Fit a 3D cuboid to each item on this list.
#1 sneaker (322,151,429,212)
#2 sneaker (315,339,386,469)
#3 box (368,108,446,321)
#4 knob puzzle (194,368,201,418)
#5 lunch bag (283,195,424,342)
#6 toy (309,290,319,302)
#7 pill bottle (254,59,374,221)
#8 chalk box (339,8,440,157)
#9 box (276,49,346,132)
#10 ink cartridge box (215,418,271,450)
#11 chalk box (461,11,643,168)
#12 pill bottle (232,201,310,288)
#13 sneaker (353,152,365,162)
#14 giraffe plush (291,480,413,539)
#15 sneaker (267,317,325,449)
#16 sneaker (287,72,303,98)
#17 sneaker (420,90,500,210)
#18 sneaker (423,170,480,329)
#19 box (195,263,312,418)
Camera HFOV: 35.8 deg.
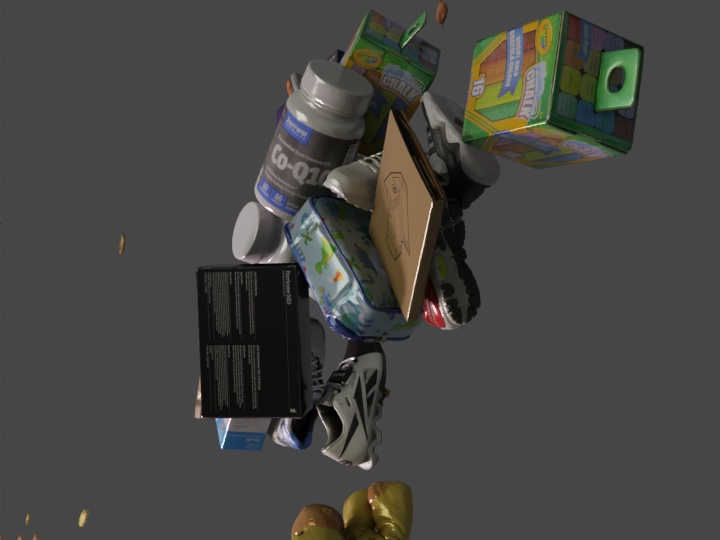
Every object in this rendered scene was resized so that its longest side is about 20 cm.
[{"bbox_3d":[0.027,-0.127,1.480,0.076,0.199,0.081,41,114,25],"label":"sneaker"},{"bbox_3d":[-0.017,0.165,1.525,0.074,0.088,0.202,-36,46,50],"label":"sneaker"},{"bbox_3d":[0.053,-0.066,1.348,0.201,0.021,0.164,99,157,-45],"label":"box"},{"bbox_3d":[-0.265,0.173,1.973,0.220,0.030,0.223,-171,90,-84],"label":"knob puzzle"},{"bbox_3d":[0.000,0.000,1.465,0.083,0.160,0.201,-46,61,29],"label":"lunch bag"},{"bbox_3d":[-0.090,-0.059,1.709,0.115,0.047,0.202,35,120,28],"label":"toy"},{"bbox_3d":[-0.061,-0.173,1.502,0.201,0.113,0.114,-66,30,28],"label":"pill bottle"},{"bbox_3d":[0.032,-0.277,1.568,0.201,0.123,0.125,-59,8,27],"label":"chalk box"},{"bbox_3d":[-0.059,-0.237,1.794,0.200,0.078,0.143,-36,50,49],"label":"box"},{"bbox_3d":[-0.162,0.156,1.657,0.116,0.066,0.202,-110,33,-51],"label":"ink cartridge box"},{"bbox_3d":[0.222,-0.196,1.220,0.199,0.123,0.126,-6,72,59],"label":"chalk box"},{"bbox_3d":[-0.078,-0.034,1.605,0.113,0.198,0.114,-33,49,49],"label":"pill bottle"},{"bbox_3d":[-0.041,-0.111,1.735,0.199,0.073,0.085,-36,82,37],"label":"sneaker"},{"bbox_3d":[-0.025,0.350,1.371,0.174,0.161,0.201,-61,32,22],"label":"giraffe plush"},{"bbox_3d":[-0.077,0.172,1.652,0.085,0.076,0.202,24,106,55],"label":"sneaker"},{"bbox_3d":[-0.094,-0.196,1.645,0.112,0.077,0.201,-38,50,24],"label":"sneaker"},{"bbox_3d":[0.105,-0.147,1.464,0.114,0.075,0.201,-55,37,27],"label":"sneaker"},{"bbox_3d":[0.084,-0.024,1.393,0.085,0.076,0.203,-16,84,53],"label":"sneaker"},{"bbox_3d":[-0.141,0.093,1.505,0.079,0.139,0.203,-16,-75,-77],"label":"box"}]
